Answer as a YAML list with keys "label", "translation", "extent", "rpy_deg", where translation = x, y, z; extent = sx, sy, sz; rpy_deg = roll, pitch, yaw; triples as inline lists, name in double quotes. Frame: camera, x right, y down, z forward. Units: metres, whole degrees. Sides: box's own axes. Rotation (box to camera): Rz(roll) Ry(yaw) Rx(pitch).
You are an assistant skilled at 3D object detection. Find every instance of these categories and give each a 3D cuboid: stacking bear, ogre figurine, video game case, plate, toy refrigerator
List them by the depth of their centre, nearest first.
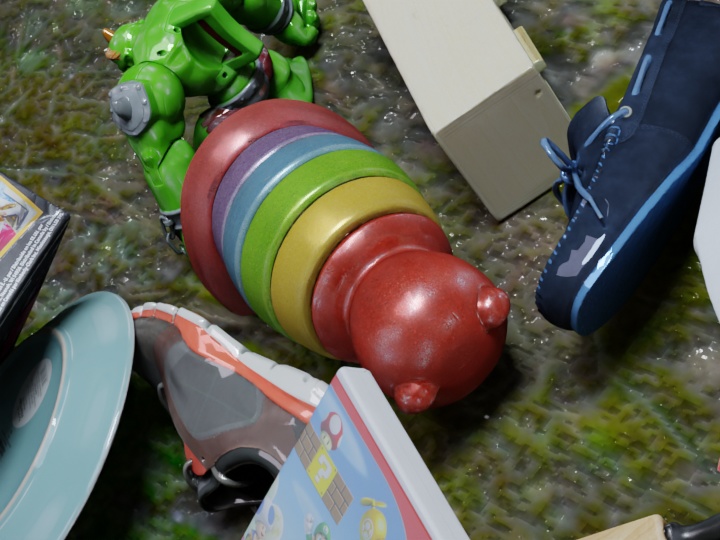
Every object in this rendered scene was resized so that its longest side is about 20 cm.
- label: "video game case"
  translation: [-0.018, 0.161, 0.761]
  extent: [0.201, 0.017, 0.143]
  rpy_deg: [-60, 41, 28]
- label: "stacking bear"
  translation: [0.000, 0.000, 0.930]
  extent: [0.121, 0.114, 0.200]
  rpy_deg: [-45, 44, -5]
- label: "plate"
  translation: [-0.187, 0.097, 0.998]
  extent: [0.200, 0.026, 0.201]
  rpy_deg: [-43, 31, 33]
- label: "toy refrigerator"
  translation: [0.057, -0.125, 1.020]
  extent: [0.070, 0.076, 0.200]
  rpy_deg: [-34, 39, 8]
- label: "ogre figurine"
  translation: [-0.086, -0.114, 1.091]
  extent: [0.098, 0.120, 0.200]
  rpy_deg: [15, 63, 46]

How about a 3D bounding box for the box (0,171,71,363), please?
- label: "box"
  translation: [-0.257, 0.028, 1.020]
  extent: [0.133, 0.114, 0.200]
  rpy_deg: [-61, 5, -30]

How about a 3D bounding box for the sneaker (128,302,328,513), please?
- label: "sneaker"
  translation: [-0.074, 0.077, 0.941]
  extent: [0.200, 0.077, 0.082]
  rpy_deg: [21, 76, 49]

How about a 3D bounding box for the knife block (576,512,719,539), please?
- label: "knife block"
  translation: [0.108, 0.139, 0.741]
  extent: [0.176, 0.064, 0.200]
  rpy_deg: [-51, 40, -13]

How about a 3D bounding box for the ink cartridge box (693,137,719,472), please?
- label: "ink cartridge box"
  translation: [0.200, -0.030, 0.757]
  extent: [0.162, 0.050, 0.200]
  rpy_deg: [-41, 13, 39]

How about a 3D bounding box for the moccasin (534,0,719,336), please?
- label: "moccasin"
  translation: [0.129, -0.052, 0.891]
  extent: [0.068, 0.081, 0.200]
  rpy_deg: [27, 57, 16]
